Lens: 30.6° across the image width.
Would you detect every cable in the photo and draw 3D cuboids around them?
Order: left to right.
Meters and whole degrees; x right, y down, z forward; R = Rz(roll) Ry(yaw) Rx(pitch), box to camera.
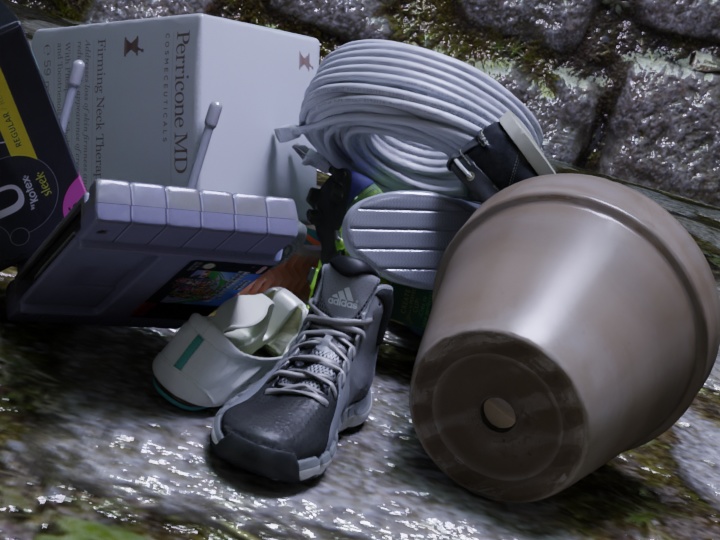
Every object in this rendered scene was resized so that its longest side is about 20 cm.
[{"bbox_3d":[0.049,-0.109,1.061,0.199,0.070,0.200,27,-18,-17],"label":"cable"}]

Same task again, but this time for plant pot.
[{"bbox_3d":[0.116,0.056,0.855,0.199,0.201,0.173,21,29,20],"label":"plant pot"}]

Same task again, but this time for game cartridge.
[{"bbox_3d":[-0.134,-0.002,0.822,0.129,0.039,0.200,9,-22,-26],"label":"game cartridge"}]

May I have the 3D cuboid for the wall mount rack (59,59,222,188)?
[{"bbox_3d":[-0.192,-0.062,1.003,0.199,0.075,0.174,17,54,3],"label":"wall mount rack"}]

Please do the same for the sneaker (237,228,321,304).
[{"bbox_3d":[-0.072,-0.004,1.106,0.199,0.072,0.080,8,3,-35],"label":"sneaker"}]

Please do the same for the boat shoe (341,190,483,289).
[{"bbox_3d":[0.075,-0.021,1.010,0.199,0.073,0.071,6,4,-20],"label":"boat shoe"}]

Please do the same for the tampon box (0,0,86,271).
[{"bbox_3d":[-0.278,-0.105,0.870,0.126,0.151,0.200,-26,37,-15],"label":"tampon box"}]

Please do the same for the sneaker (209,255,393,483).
[{"bbox_3d":[-0.029,0.048,0.801,0.075,0.116,0.200,19,12,10],"label":"sneaker"}]

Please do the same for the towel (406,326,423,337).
[{"bbox_3d":[0.086,0.041,1.135,0.111,0.049,0.200,4,20,-31],"label":"towel"}]

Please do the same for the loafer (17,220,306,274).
[{"bbox_3d":[-0.137,-0.030,0.902,0.198,0.070,0.075,-5,-17,-2],"label":"loafer"}]

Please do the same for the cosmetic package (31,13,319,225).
[{"bbox_3d":[-0.160,-0.125,1.150,0.199,0.169,0.166,2,1,34],"label":"cosmetic package"}]

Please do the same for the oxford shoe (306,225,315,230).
[{"bbox_3d":[-0.109,-0.058,1.255,0.199,0.075,0.070,25,15,32],"label":"oxford shoe"}]

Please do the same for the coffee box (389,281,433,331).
[{"bbox_3d":[0.130,0.028,1.044,0.199,0.044,0.123,18,29,12],"label":"coffee box"}]

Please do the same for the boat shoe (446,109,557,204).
[{"bbox_3d":[0.139,-0.016,0.956,0.201,0.067,0.072,56,8,-1],"label":"boat shoe"}]

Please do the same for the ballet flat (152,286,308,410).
[{"bbox_3d":[-0.068,0.044,0.881,0.069,0.070,0.200,21,13,18],"label":"ballet flat"}]

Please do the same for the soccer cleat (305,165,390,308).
[{"bbox_3d":[0.001,-0.001,1.031,0.083,0.065,0.201,28,39,-26],"label":"soccer cleat"}]
